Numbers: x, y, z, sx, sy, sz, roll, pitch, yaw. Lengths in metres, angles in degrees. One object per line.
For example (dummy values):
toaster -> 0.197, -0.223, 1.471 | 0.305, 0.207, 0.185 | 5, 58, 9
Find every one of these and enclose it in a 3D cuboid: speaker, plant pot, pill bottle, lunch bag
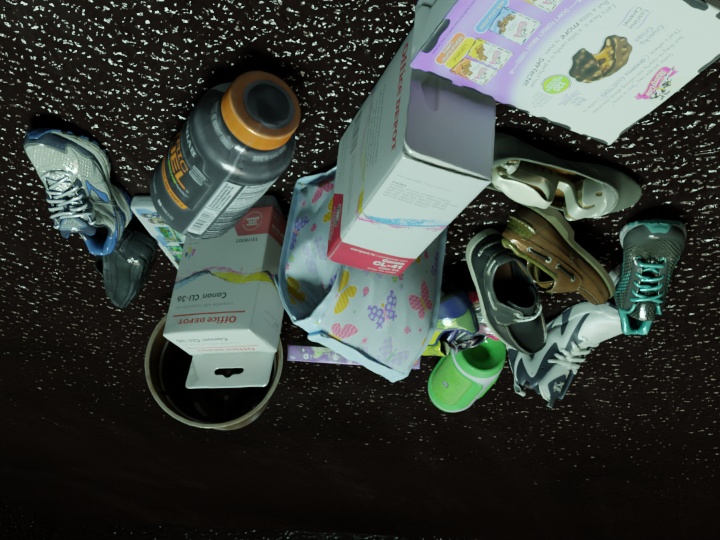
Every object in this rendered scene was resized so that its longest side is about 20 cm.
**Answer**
speaker -> 0.163, 0.158, 1.324 | 0.088, 0.089, 0.200 | 9, 153, -5
plant pot -> -0.217, 0.161, 1.319 | 0.200, 0.201, 0.198 | 7, 160, -1
pill bottle -> -0.131, -0.116, 0.841 | 0.106, 0.107, 0.200 | 19, 150, -23
lunch bag -> -0.002, 0.005, 0.940 | 0.127, 0.201, 0.169 | -19, 144, 40

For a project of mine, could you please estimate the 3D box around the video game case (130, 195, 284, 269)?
video game case -> -0.173, -0.037, 1.095 | 0.182, 0.022, 0.200 | 1, 153, 11

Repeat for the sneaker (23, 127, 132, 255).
sneaker -> -0.321, -0.084, 0.968 | 0.077, 0.085, 0.200 | -1, 151, 14

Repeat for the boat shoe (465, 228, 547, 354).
boat shoe -> 0.189, 0.041, 1.041 | 0.072, 0.068, 0.200 | -36, 128, -8

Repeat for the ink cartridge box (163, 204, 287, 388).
ink cartridge box -> -0.151, 0.031, 0.975 | 0.116, 0.201, 0.068 | -5, 151, 22

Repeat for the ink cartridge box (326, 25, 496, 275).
ink cartridge box -> 0.043, -0.103, 0.778 | 0.085, 0.148, 0.200 | 15, 153, -17

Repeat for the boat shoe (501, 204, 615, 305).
boat shoe -> 0.225, -0.008, 0.981 | 0.200, 0.068, 0.072 | 40, 177, -36

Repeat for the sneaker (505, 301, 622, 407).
sneaker -> 0.290, 0.124, 1.179 | 0.199, 0.130, 0.079 | -15, 147, 36

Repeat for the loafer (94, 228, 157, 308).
loafer -> -0.324, -0.006, 1.150 | 0.070, 0.068, 0.201 | 31, 151, -6

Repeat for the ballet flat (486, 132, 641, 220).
ballet flat -> 0.202, -0.082, 0.867 | 0.199, 0.064, 0.067 | 16, 139, -17

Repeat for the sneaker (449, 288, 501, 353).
sneaker -> 0.121, 0.081, 1.166 | 0.080, 0.075, 0.200 | -14, 171, -39

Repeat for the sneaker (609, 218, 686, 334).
sneaker -> 0.338, 0.012, 0.993 | 0.077, 0.091, 0.200 | 0, 152, 10

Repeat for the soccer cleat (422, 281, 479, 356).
soccer cleat -> 0.074, 0.088, 1.118 | 0.200, 0.084, 0.065 | -33, 178, 43

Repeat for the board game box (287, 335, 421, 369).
board game box -> -0.003, 0.124, 1.302 | 0.199, 0.032, 0.120 | 3, 179, 8

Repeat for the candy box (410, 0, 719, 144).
candy box -> 0.164, -0.196, 0.652 | 0.199, 0.072, 0.168 | 17, 151, -18
